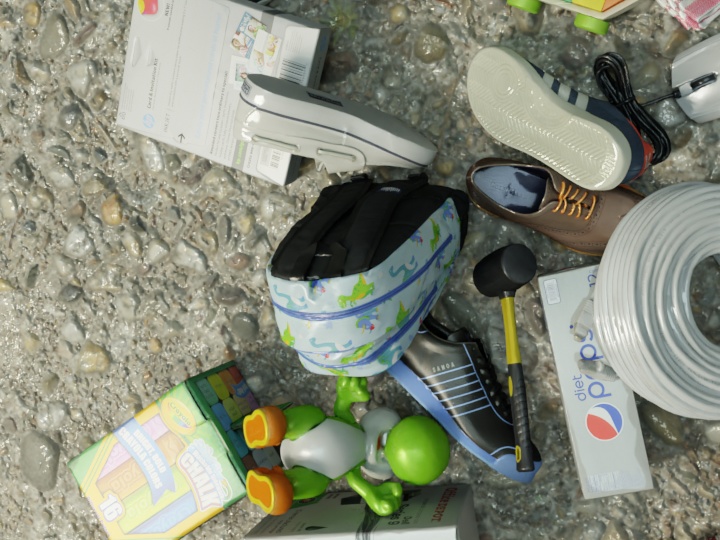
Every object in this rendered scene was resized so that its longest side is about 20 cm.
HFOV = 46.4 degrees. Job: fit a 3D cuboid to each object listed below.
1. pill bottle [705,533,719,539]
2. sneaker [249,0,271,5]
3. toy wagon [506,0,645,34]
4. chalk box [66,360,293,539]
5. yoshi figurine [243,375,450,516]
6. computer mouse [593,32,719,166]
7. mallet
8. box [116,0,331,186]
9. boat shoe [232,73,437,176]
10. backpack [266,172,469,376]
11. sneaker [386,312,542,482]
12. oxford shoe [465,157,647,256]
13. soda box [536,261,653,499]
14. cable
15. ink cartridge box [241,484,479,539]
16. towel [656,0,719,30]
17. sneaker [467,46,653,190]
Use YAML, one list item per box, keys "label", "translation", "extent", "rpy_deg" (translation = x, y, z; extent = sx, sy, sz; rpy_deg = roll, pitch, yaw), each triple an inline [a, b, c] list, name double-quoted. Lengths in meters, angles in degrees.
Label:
- label: "pill bottle"
  translation: [0.300, 0.301, 0.732]
  extent: [0.198, 0.109, 0.111]
  rpy_deg: [-29, 85, 13]
- label: "sneaker"
  translation: [-0.087, -0.321, 0.810]
  extent: [0.198, 0.099, 0.072]
  rpy_deg: [-29, 87, 14]
- label: "toy wagon"
  translation: [0.220, -0.294, 0.745]
  extent: [0.197, 0.039, 0.158]
  rpy_deg: [25, 109, 21]
- label: "chalk box"
  translation: [-0.159, 0.176, 0.829]
  extent: [0.198, 0.125, 0.125]
  rpy_deg: [-35, 84, 10]
- label: "yoshi figurine"
  translation: [0.001, 0.160, 0.754]
  extent: [0.112, 0.197, 0.114]
  rpy_deg: [53, 131, 43]
- label: "computer mouse"
  translation: [0.317, -0.175, 0.748]
  extent: [0.197, 0.044, 0.112]
  rpy_deg: [-21, 86, 13]
- label: "mallet"
  translation: [0.142, 0.075, 0.755]
  extent: [0.040, 0.066, 0.204]
  rpy_deg: [1, 69, -19]
- label: "box"
  translation: [-0.140, -0.192, 0.838]
  extent: [0.197, 0.041, 0.159]
  rpy_deg: [20, 111, 11]
- label: "boat shoe"
  translation: [-0.023, -0.122, 0.789]
  extent: [0.197, 0.072, 0.067]
  rpy_deg: [12, 116, -25]
- label: "backpack"
  translation: [0.000, 0.000, 0.744]
  extent: [0.160, 0.200, 0.157]
  rpy_deg: [3, 103, 18]
- label: "sneaker"
  translation: [0.103, 0.109, 0.793]
  extent: [0.199, 0.070, 0.078]
  rpy_deg: [41, 104, 9]
- label: "oxford shoe"
  translation: [0.189, -0.056, 0.766]
  extent: [0.196, 0.073, 0.073]
  rpy_deg: [14, 94, 12]
- label: "soda box"
  translation: [0.211, 0.097, 0.768]
  extent: [0.062, 0.068, 0.204]
  rpy_deg: [-12, 89, 11]
- label: "cable"
  translation: [0.295, 0.023, 0.712]
  extent: [0.197, 0.069, 0.204]
  rpy_deg: [22, 82, -10]
- label: "ink cartridge box"
  translation: [0.008, 0.262, 0.781]
  extent: [0.196, 0.146, 0.086]
  rpy_deg: [-7, 89, 12]
- label: "towel"
  translation: [0.290, -0.336, 0.757]
  extent: [0.146, 0.030, 0.201]
  rpy_deg: [-42, 82, 10]
- label: "sneaker"
  translation: [0.180, -0.139, 0.768]
  extent: [0.200, 0.083, 0.076]
  rpy_deg: [49, 131, 33]
